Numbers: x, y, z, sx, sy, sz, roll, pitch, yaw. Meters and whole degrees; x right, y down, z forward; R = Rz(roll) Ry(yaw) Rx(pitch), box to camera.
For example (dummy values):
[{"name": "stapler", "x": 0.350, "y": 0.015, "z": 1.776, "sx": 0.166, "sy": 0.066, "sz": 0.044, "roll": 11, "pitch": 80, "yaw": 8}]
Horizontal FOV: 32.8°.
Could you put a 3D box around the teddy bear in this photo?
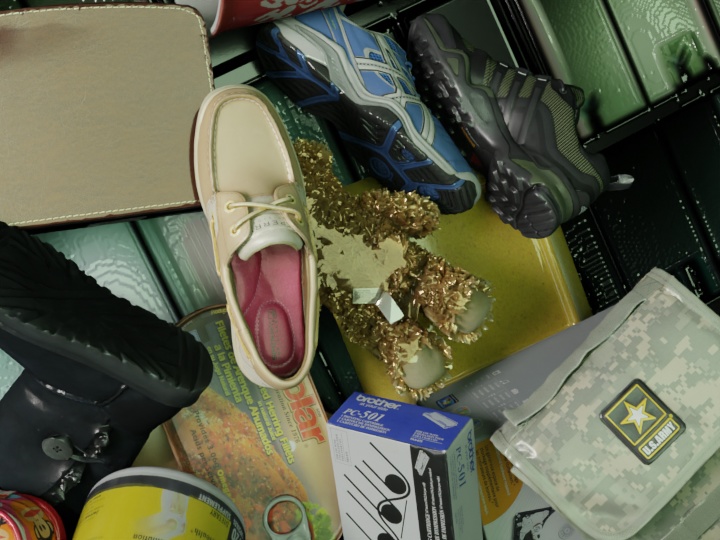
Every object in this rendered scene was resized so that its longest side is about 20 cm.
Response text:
[{"name": "teddy bear", "x": 0.000, "y": 0.000, "z": 0.858, "sx": 0.199, "sy": 0.067, "sz": 0.146, "roll": 23, "pitch": 90, "yaw": -3}]

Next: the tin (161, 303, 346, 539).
[{"name": "tin", "x": -0.078, "y": 0.120, "z": 0.877, "sx": 0.112, "sy": 0.042, "sz": 0.201, "roll": -22, "pitch": 96, "yaw": -10}]

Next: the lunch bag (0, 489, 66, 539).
[{"name": "lunch bag", "x": -0.296, "y": 0.226, "z": 0.790, "sx": 0.199, "sy": 0.082, "sz": 0.177, "roll": 5, "pitch": 89, "yaw": 11}]

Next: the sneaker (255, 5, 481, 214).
[{"name": "sneaker", "x": 0.018, "y": -0.124, "z": 0.883, "sx": 0.200, "sy": 0.076, "sz": 0.077, "roll": 45, "pitch": 64, "yaw": 4}]

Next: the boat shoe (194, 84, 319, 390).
[{"name": "boat shoe", "x": -0.059, "y": -0.020, "z": 0.781, "sx": 0.073, "sy": 0.069, "sz": 0.201, "roll": -13, "pitch": 98, "yaw": -14}]

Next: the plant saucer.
[{"name": "plant saucer", "x": 0.078, "y": 0.008, "z": 0.932, "sx": 0.199, "sy": 0.048, "sz": 0.201, "roll": -23, "pitch": 97, "yaw": -12}]

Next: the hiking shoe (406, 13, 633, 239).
[{"name": "hiking shoe", "x": 0.111, "y": -0.116, "z": 0.905, "sx": 0.100, "sy": 0.076, "sz": 0.200, "roll": -24, "pitch": 68, "yaw": -24}]

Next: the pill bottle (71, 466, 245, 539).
[{"name": "pill bottle", "x": -0.142, "y": 0.231, "z": 0.759, "sx": 0.112, "sy": 0.112, "sz": 0.200, "roll": 25, "pitch": 43, "yaw": -14}]

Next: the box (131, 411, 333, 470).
[{"name": "box", "x": -0.101, "y": 0.180, "z": 0.903, "sx": 0.163, "sy": 0.021, "sz": 0.201, "roll": 25, "pitch": 84, "yaw": -15}]

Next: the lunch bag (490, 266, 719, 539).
[{"name": "lunch bag", "x": 0.202, "y": 0.118, "z": 0.822, "sx": 0.164, "sy": 0.118, "sz": 0.200, "roll": -46, "pitch": 116, "yaw": -1}]

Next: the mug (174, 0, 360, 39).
[{"name": "mug", "x": -0.023, "y": -0.253, "z": 0.834, "sx": 0.199, "sy": 0.178, "sz": 0.134, "roll": -14, "pitch": 65, "yaw": -22}]

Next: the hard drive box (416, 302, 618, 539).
[{"name": "hard drive box", "x": 0.161, "y": 0.133, "z": 0.920, "sx": 0.199, "sy": 0.077, "sz": 0.156, "roll": -25, "pitch": 118, "yaw": -13}]

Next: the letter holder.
[{"name": "letter holder", "x": -0.201, "y": -0.100, "z": 0.829, "sx": 0.199, "sy": 0.101, "sz": 0.143, "roll": -9, "pitch": 92, "yaw": -15}]

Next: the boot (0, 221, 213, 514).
[{"name": "boot", "x": -0.218, "y": 0.074, "z": 0.798, "sx": 0.200, "sy": 0.077, "sz": 0.168, "roll": 32, "pitch": 122, "yaw": -22}]

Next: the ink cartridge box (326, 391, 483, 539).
[{"name": "ink cartridge box", "x": 0.037, "y": 0.187, "z": 0.865, "sx": 0.044, "sy": 0.094, "sz": 0.201, "roll": -43, "pitch": 134, "yaw": -48}]
